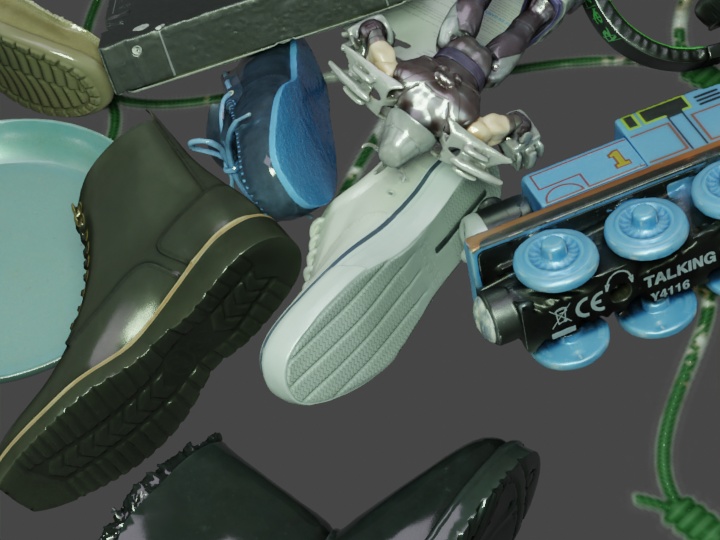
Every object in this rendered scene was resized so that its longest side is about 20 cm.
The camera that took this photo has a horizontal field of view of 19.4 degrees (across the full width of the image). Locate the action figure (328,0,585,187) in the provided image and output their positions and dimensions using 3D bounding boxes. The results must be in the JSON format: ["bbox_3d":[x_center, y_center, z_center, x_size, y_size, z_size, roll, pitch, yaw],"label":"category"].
[{"bbox_3d":[0.062,-0.118,1.180,0.130,0.069,0.200,40,59,-4],"label":"action figure"}]

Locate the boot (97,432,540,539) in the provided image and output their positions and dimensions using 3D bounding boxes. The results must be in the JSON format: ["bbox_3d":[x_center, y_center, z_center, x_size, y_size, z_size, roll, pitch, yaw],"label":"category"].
[{"bbox_3d":[-0.025,0.132,1.052,0.162,0.074,0.199,27,62,26],"label":"boot"}]

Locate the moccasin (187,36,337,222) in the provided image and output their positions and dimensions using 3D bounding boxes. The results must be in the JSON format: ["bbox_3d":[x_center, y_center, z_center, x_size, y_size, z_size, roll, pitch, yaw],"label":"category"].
[{"bbox_3d":[-0.054,-0.074,1.221,0.068,0.081,0.200,-23,20,11],"label":"moccasin"}]

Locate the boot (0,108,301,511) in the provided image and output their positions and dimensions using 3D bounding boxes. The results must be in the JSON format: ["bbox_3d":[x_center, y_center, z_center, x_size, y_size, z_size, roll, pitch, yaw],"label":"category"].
[{"bbox_3d":[-0.140,0.020,1.141,0.200,0.078,0.138,-42,54,-3],"label":"boot"}]

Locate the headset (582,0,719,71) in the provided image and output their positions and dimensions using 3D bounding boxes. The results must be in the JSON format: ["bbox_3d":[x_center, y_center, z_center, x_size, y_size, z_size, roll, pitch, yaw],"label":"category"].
[{"bbox_3d":[0.225,-0.193,1.288,0.198,0.094,0.124,-19,84,-9],"label":"headset"}]

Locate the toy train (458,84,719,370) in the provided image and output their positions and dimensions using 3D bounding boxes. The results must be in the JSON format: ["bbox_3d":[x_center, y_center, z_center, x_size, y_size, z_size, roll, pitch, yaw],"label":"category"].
[{"bbox_3d":[0.145,-0.022,1.157,0.199,0.087,0.115,-22,41,-8],"label":"toy train"}]

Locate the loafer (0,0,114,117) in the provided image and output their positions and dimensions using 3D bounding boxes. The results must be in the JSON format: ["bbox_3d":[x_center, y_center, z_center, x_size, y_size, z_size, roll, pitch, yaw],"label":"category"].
[{"bbox_3d":[-0.227,-0.158,1.320,0.199,0.076,0.068,24,62,25],"label":"loafer"}]

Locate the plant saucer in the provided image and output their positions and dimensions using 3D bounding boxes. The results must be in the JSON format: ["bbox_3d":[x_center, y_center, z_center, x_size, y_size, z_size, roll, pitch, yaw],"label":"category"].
[{"bbox_3d":[-0.211,-0.008,1.223,0.198,0.028,0.201,-3,50,4],"label":"plant saucer"}]

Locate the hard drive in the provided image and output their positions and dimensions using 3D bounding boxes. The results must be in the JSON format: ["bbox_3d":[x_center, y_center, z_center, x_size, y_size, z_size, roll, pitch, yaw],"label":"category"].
[{"bbox_3d":[-0.058,-0.173,1.286,0.198,0.038,0.140,-19,25,5],"label":"hard drive"}]

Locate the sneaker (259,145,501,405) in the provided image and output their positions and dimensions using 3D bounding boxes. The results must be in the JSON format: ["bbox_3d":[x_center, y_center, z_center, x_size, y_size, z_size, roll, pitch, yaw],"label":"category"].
[{"bbox_3d":[0.000,0.000,1.170,0.070,0.073,0.200,15,45,35],"label":"sneaker"}]

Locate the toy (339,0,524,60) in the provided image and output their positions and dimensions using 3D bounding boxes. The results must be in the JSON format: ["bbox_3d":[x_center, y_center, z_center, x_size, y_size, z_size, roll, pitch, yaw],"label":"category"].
[{"bbox_3d":[0.087,-0.171,1.310,0.115,0.047,0.200,30,57,36],"label":"toy"}]
